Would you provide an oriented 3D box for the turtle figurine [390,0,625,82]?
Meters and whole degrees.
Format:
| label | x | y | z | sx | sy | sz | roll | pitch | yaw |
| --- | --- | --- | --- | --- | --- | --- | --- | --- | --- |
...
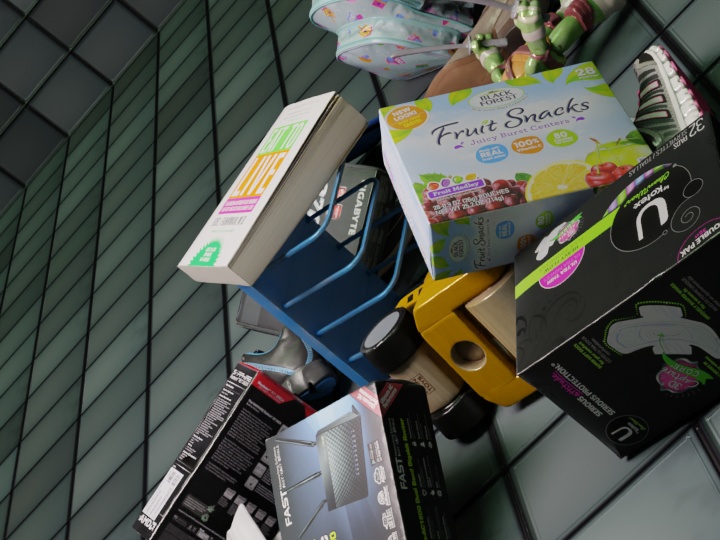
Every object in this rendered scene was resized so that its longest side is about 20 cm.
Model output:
| label | x | y | z | sx | sy | sz | roll | pitch | yaw |
| --- | --- | --- | --- | --- | --- | --- | --- | --- | --- |
| turtle figurine | 0.168 | -0.261 | 1.543 | 0.194 | 0.200 | 0.144 | -40 | -23 | -24 |

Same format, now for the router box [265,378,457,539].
| label | x | y | z | sx | sy | sz | roll | pitch | yaw |
| --- | --- | --- | --- | --- | --- | --- | --- | --- | --- |
| router box | 0.002 | 0.209 | 1.218 | 0.149 | 0.062 | 0.202 | -33 | 59 | 40 |

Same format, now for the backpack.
| label | x | y | z | sx | sy | sz | roll | pitch | yaw |
| --- | --- | --- | --- | --- | --- | --- | --- | --- | --- |
| backpack | 0.035 | -0.332 | 1.861 | 0.175 | 0.199 | 0.155 | -6 | 66 | 57 |

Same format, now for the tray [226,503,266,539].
| label | x | y | z | sx | sy | sz | roll | pitch | yaw |
| --- | --- | --- | --- | --- | --- | --- | --- | --- | --- |
| tray | -0.095 | 0.301 | 1.354 | 0.200 | 0.022 | 0.109 | -145 | 55 | -67 |

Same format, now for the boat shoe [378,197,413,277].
| label | x | y | z | sx | sy | sz | roll | pitch | yaw |
| --- | --- | --- | --- | --- | --- | --- | --- | --- | --- |
| boat shoe | -0.014 | -0.013 | 1.669 | 0.200 | 0.065 | 0.072 | -45 | 24 | 18 |

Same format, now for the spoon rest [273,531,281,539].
| label | x | y | z | sx | sy | sz | roll | pitch | yaw |
| --- | --- | --- | --- | --- | --- | --- | --- | --- | --- |
| spoon rest | -0.034 | 0.251 | 1.362 | 0.200 | 0.060 | 0.100 | -53 | 17 | 37 |

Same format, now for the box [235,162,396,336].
| label | x | y | z | sx | sy | sz | roll | pitch | yaw |
| --- | --- | --- | --- | --- | --- | --- | --- | --- | --- |
| box | -0.049 | -0.020 | 1.626 | 0.158 | 0.046 | 0.202 | 11 | 86 | 41 |

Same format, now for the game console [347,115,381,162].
| label | x | y | z | sx | sy | sz | roll | pitch | yaw |
| --- | --- | --- | --- | --- | --- | --- | --- | --- | --- |
| game console | -0.018 | -0.097 | 1.789 | 0.200 | 0.117 | 0.173 | 137 | 133 | -75 |

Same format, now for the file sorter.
| label | x | y | z | sx | sy | sz | roll | pitch | yaw |
| --- | --- | --- | --- | --- | --- | --- | --- | --- | --- |
| file sorter | 0.000 | 0.000 | 1.460 | 0.122 | 0.200 | 0.140 | -30 | 31 | 35 |

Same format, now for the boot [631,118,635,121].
| label | x | y | z | sx | sy | sz | roll | pitch | yaw |
| --- | --- | --- | --- | --- | --- | --- | --- | --- | --- |
| boot | 0.195 | -0.075 | 1.315 | 0.073 | 0.095 | 0.201 | -12 | 47 | 49 |

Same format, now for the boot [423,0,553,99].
| label | x | y | z | sx | sy | sz | roll | pitch | yaw |
| --- | --- | --- | --- | --- | --- | --- | --- | --- | --- |
| boot | 0.148 | -0.262 | 1.732 | 0.200 | 0.070 | 0.147 | -40 | 20 | 26 |

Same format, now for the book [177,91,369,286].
| label | x | y | z | sx | sy | sz | roll | pitch | yaw |
| --- | --- | --- | --- | --- | --- | --- | --- | --- | --- |
| book | -0.089 | -0.076 | 1.433 | 0.201 | 0.048 | 0.133 | -58 | 25 | -16 |

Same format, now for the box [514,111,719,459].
| label | x | y | z | sx | sy | sz | roll | pitch | yaw |
| --- | --- | --- | --- | --- | --- | --- | --- | --- | --- |
| box | 0.227 | 0.013 | 1.103 | 0.200 | 0.124 | 0.149 | -38 | 26 | 28 |

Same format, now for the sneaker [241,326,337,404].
| label | x | y | z | sx | sy | sz | roll | pitch | yaw |
| --- | --- | --- | --- | --- | --- | --- | --- | --- | --- |
| sneaker | -0.109 | 0.134 | 1.595 | 0.199 | 0.073 | 0.082 | -37 | 67 | 27 |

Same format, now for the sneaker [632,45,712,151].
| label | x | y | z | sx | sy | sz | roll | pitch | yaw |
| --- | --- | --- | --- | --- | --- | --- | --- | --- | --- |
| sneaker | 0.262 | -0.126 | 1.293 | 0.087 | 0.074 | 0.201 | -37 | 32 | 19 |

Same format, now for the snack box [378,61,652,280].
| label | x | y | z | sx | sy | sz | roll | pitch | yaw |
| --- | --- | --- | --- | --- | --- | --- | --- | --- | --- |
| snack box | 0.130 | -0.087 | 1.234 | 0.198 | 0.068 | 0.169 | -12 | 41 | -7 |

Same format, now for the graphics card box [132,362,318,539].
| label | x | y | z | sx | sy | sz | roll | pitch | yaw |
| --- | --- | --- | --- | --- | --- | --- | --- | --- | --- |
| graphics card box | -0.123 | 0.209 | 1.482 | 0.051 | 0.125 | 0.201 | 16 | 71 | 55 |

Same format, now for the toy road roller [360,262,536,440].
| label | x | y | z | sx | sy | sz | roll | pitch | yaw |
| --- | --- | --- | --- | --- | --- | --- | --- | --- | --- |
| toy road roller | 0.106 | 0.038 | 1.307 | 0.199 | 0.123 | 0.146 | -35 | 17 | 37 |
